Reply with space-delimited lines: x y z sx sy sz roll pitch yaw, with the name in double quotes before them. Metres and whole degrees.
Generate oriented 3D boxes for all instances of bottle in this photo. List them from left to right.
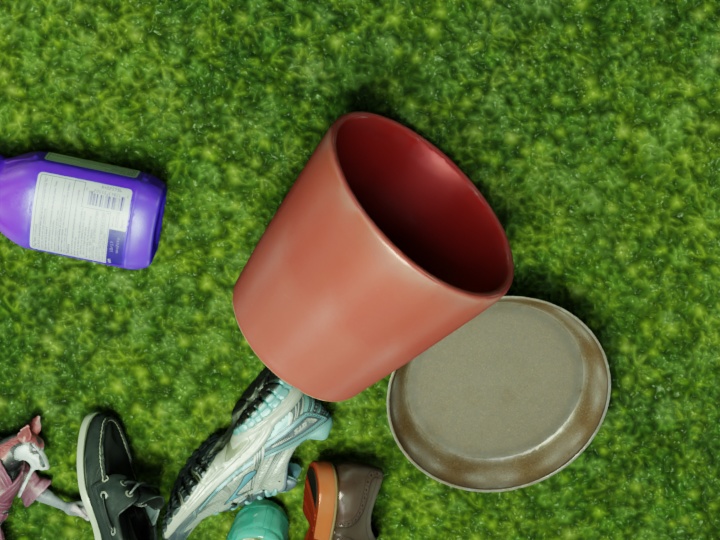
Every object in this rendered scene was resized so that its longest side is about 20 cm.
"bottle" -0.268 -0.058 1.478 0.198 0.065 0.084 11 110 -1

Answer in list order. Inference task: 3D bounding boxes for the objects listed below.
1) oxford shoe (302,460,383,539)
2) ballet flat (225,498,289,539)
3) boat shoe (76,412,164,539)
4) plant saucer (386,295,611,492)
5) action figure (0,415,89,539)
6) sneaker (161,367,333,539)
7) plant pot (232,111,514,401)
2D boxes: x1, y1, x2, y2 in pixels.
"oxford shoe" -0.017 0.265 1.587 0.072 0.071 0.202 -1 121 -15
"ballet flat" -0.117 0.308 1.606 0.067 0.070 0.202 17 111 -4
"boat shoe" -0.204 0.219 1.537 0.066 0.074 0.201 -16 69 22
"plant saucer" 0.120 0.104 1.523 0.198 0.032 0.202 -2 117 -4
"action figure" -0.347 0.214 1.587 0.149 0.134 0.201 35 98 34
"sneaker" -0.102 0.184 1.556 0.086 0.078 0.200 37 108 -14
"plant pot" 0.000 0.000 1.429 0.200 0.201 0.177 38 119 -11
